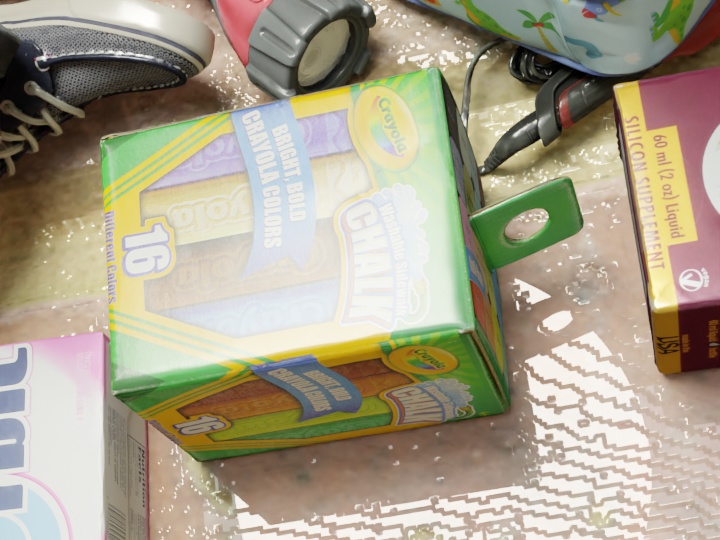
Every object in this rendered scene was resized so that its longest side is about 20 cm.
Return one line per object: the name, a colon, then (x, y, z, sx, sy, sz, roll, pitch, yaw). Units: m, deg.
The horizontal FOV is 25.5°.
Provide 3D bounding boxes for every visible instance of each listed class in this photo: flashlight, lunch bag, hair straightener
flashlight: (-0.082, -0.158, 0.825, 0.200, 0.068, 0.068, 38, 115, 28)
lunch bag: (0.094, -0.192, 0.764, 0.200, 0.083, 0.161, 29, 73, 36)
hair straightener: (0.125, -0.119, 0.779, 0.200, 0.041, 0.077, -39, 51, 2)

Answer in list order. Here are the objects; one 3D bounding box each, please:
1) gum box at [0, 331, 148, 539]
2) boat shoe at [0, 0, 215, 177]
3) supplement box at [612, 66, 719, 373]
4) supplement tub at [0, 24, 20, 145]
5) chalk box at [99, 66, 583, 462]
gum box: (-0.159, 0.128, 0.724, 0.113, 0.066, 0.201, -7, 67, 9)
boat shoe: (-0.167, -0.084, 0.808, 0.199, 0.075, 0.093, 3, 74, 30)
supplement box: (0.217, -0.033, 0.688, 0.199, 0.086, 0.111, -10, 67, 9)
supplement tub: (-0.237, -0.039, 0.734, 0.107, 0.107, 0.201, 30, 90, 22)
chalk box: (0.000, 0.000, 0.707, 0.199, 0.125, 0.125, -10, 66, 11)
